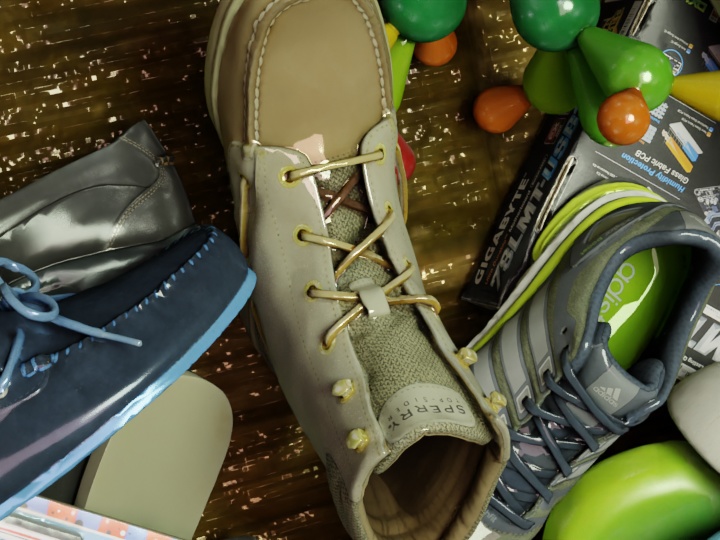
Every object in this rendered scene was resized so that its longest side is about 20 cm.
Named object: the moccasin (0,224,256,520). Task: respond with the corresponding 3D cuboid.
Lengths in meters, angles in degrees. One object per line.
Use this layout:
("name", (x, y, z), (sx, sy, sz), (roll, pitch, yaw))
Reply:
("moccasin", (-0.124, 0.040, 0.649), (0.200, 0.080, 0.068), (-40, 101, -22))

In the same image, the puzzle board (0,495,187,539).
("puzzle board", (-0.090, 0.172, 0.707), (0.200, 0.017, 0.151), (20, 88, -20))

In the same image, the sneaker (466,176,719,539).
("sneaker", (0.072, 0.050, 0.737), (0.074, 0.081, 0.200), (33, 83, -15))

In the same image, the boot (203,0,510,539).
("boot", (0.000, 0.000, 0.679), (0.072, 0.155, 0.200), (-13, 133, -14))

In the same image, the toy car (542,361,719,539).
("toy car", (0.167, 0.150, 0.769), (0.200, 0.150, 0.175), (30, 111, -18))

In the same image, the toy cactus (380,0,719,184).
("toy cactus", (0.057, -0.114, 0.722), (0.102, 0.200, 0.165), (-42, 110, -45))

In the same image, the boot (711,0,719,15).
("boot", (0.195, -0.100, 0.717), (0.072, 0.155, 0.200), (-16, 100, -16))

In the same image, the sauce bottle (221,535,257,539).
("sauce bottle", (-0.022, 0.204, 0.775), (0.065, 0.065, 0.200), (-23, 101, -15))

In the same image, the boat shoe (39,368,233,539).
("boat shoe", (-0.120, 0.123, 0.740), (0.074, 0.063, 0.202), (31, 84, -40))

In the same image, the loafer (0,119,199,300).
("loafer", (-0.157, -0.003, 0.717), (0.200, 0.073, 0.072), (-15, 90, -26))

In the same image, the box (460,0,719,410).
("box", (0.173, -0.030, 0.831), (0.200, 0.050, 0.199), (27, 88, -17))
